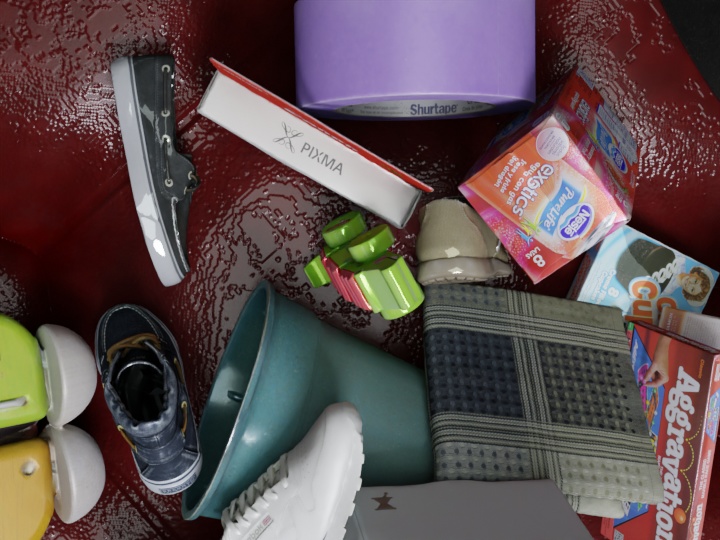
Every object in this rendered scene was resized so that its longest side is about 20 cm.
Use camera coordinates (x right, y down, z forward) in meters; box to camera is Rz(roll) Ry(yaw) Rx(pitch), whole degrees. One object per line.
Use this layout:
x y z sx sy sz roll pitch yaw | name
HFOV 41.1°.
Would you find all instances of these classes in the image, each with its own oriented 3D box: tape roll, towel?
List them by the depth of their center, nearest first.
0.044 -0.174 0.784 0.196 0.200 0.087 -1 93 -5 | tape roll
0.146 0.103 0.796 0.196 0.035 0.195 9 51 -13 | towel

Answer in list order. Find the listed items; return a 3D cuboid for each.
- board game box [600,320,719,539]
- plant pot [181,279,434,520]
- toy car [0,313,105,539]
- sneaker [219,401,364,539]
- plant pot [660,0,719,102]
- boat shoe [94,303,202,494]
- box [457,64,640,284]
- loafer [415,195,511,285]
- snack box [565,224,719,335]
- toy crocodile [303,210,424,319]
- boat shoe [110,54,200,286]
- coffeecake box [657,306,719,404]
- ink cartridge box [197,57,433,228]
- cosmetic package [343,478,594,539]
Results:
0.258 0.155 0.829 0.019 0.103 0.204 -2 103 -28 | board game box
-0.026 0.137 0.809 0.193 0.200 0.204 20 92 -13 | plant pot
-0.316 0.132 0.802 0.172 0.149 0.204 -8 99 -33 | toy car
-0.057 0.178 0.687 0.079 0.077 0.203 22 106 -6 | sneaker
0.396 -0.220 0.824 0.197 0.200 0.180 -25 107 -3 | plant pot
-0.178 0.077 0.782 0.070 0.201 0.092 -21 137 -14 | boat shoe
0.162 -0.086 0.792 0.095 0.200 0.100 -37 97 27 | box
0.087 -0.027 0.796 0.074 0.200 0.070 -1 93 10 | loafer
0.238 0.068 0.895 0.115 0.037 0.203 24 91 -6 | snack box
0.000 0.000 0.794 0.061 0.200 0.068 -31 108 -10 | toy crocodile
-0.171 -0.090 0.838 0.055 0.069 0.204 -12 92 -4 | boat shoe
0.368 0.093 0.805 0.151 0.199 0.075 14 91 -27 | coffeecake box
-0.041 -0.099 0.793 0.198 0.174 0.044 30 95 -6 | ink cartridge box
0.075 0.276 0.665 0.164 0.167 0.204 0 110 -11 | cosmetic package
